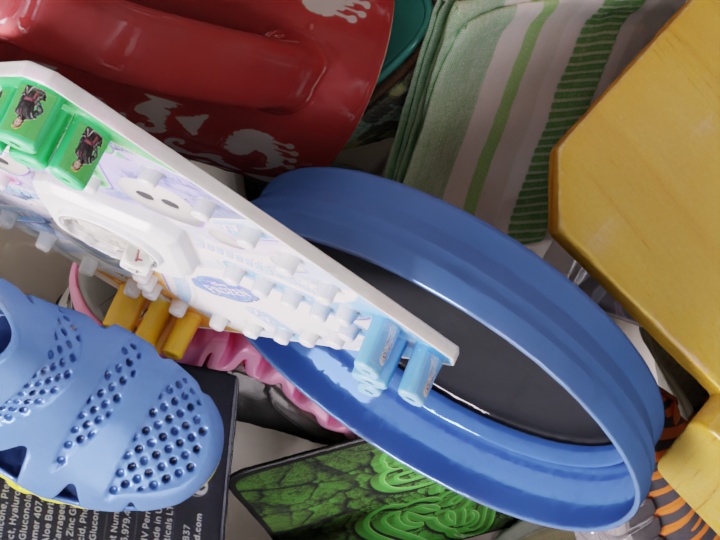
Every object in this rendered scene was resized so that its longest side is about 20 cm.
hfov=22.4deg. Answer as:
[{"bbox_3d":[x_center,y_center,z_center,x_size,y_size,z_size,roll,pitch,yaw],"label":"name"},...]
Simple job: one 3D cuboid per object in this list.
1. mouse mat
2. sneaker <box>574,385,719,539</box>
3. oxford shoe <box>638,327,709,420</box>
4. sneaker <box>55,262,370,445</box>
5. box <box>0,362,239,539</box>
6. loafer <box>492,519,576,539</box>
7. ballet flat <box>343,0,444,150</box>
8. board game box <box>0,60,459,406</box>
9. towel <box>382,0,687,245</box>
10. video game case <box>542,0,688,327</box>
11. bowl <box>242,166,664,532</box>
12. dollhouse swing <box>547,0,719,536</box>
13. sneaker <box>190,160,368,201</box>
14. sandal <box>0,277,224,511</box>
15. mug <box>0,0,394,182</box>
[{"bbox_3d":[0.027,0.116,0.938,0.160,0.008,0.200,-16,156,5],"label":"mouse mat"},{"bbox_3d":[0.145,0.074,0.847,0.112,0.078,0.201,-32,135,-11],"label":"sneaker"},{"bbox_3d":[0.169,0.021,0.892,0.075,0.058,0.201,-24,135,-1],"label":"oxford shoe"},{"bbox_3d":[-0.063,0.045,0.887,0.199,0.080,0.095,24,143,-23],"label":"sneaker"},{"bbox_3d":[-0.180,0.111,0.838,0.198,0.118,0.197,12,155,-18],"label":"box"},{"bbox_3d":[0.153,0.164,0.998,0.198,0.070,0.075,-18,144,9],"label":"loafer"},{"bbox_3d":[0.047,-0.113,0.764,0.071,0.069,0.200,25,118,-29],"label":"ballet flat"},{"bbox_3d":[-0.093,-0.011,0.671,0.199,0.026,0.199,34,163,-34],"label":"board game box"},{"bbox_3d":[0.104,-0.068,0.792,0.199,0.023,0.153,-11,137,-29],"label":"towel"},{"bbox_3d":[0.192,-0.055,0.800,0.181,0.023,0.201,17,109,-35],"label":"video game case"},{"bbox_3d":[0.032,0.032,0.729,0.200,0.040,0.201,29,159,12],"label":"bowl"},{"bbox_3d":[0.178,-0.012,0.764,0.200,0.176,0.182,-47,169,-10],"label":"dollhouse swing"},{"bbox_3d":[0.000,0.000,0.835,0.199,0.075,0.088,24,137,-26],"label":"sneaker"},{"bbox_3d":[-0.143,0.036,0.714,0.199,0.080,0.087,27,166,-13],"label":"sandal"},{"bbox_3d":[-0.095,-0.096,0.691,0.199,0.179,0.134,18,133,-27],"label":"mug"}]
